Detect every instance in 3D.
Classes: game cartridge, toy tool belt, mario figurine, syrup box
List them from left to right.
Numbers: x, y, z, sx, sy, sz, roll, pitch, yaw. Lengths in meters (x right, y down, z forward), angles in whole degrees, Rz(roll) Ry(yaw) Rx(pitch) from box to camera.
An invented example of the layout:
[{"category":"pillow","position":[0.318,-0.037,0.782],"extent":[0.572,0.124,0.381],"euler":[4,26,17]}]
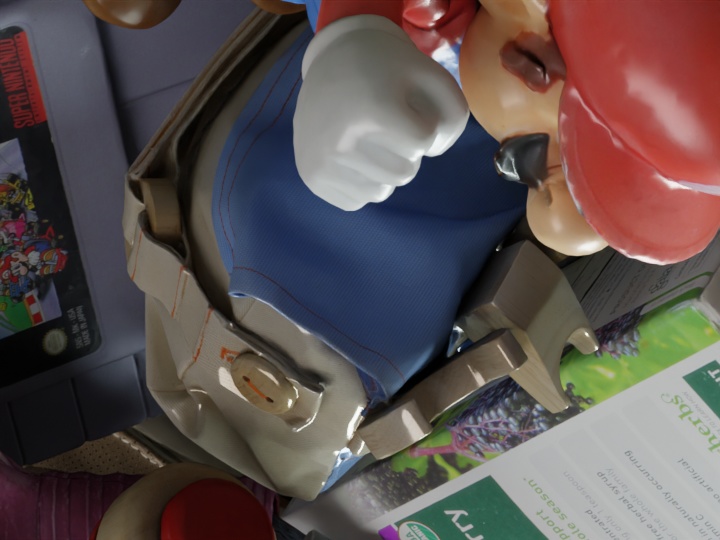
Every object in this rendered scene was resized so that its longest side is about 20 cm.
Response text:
[{"category":"game cartridge","position":[-0.084,-0.033,0.835],"extent":[0.038,0.129,0.201],"euler":[49,156,45]},{"category":"toy tool belt","position":[0.000,0.000,0.744],"extent":[0.125,0.201,0.123],"euler":[35,143,-13]},{"category":"mario figurine","position":[0.020,-0.045,0.649],"extent":[0.200,0.123,0.106],"euler":[23,150,45]},{"category":"syrup box","position":[0.072,0.047,0.826],"extent":[0.079,0.082,0.200],"euler":[47,138,-10]}]

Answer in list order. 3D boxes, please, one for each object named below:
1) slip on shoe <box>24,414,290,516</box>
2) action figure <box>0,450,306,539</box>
[{"category":"slip on shoe","position":[-0.037,0.111,0.981],"extent":[0.200,0.061,0.076],"euler":[37,140,0]},{"category":"action figure","position":[-0.085,0.078,0.836],"extent":[0.199,0.134,0.150],"euler":[-1,106,-2]}]
